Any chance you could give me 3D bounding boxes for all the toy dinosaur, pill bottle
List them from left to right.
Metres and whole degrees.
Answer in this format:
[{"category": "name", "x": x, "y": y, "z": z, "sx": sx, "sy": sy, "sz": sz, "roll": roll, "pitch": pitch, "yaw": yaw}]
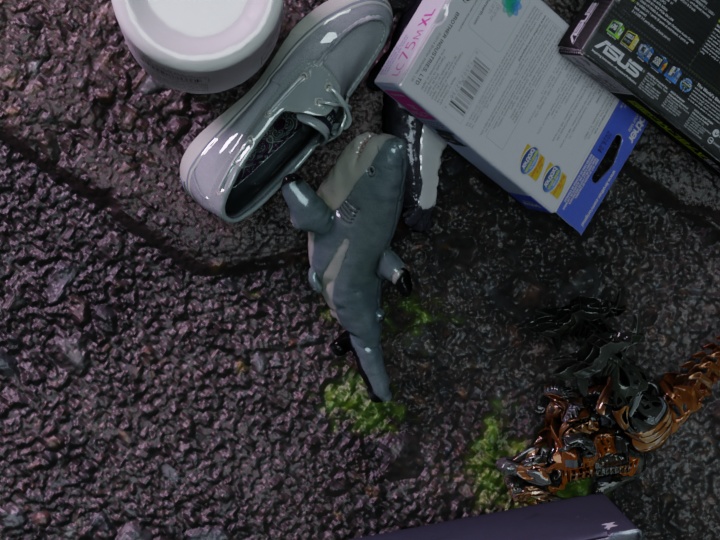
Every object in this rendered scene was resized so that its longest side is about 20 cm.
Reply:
[{"category": "pill bottle", "x": -0.110, "y": -0.181, "z": 1.420, "sx": 0.114, "sy": 0.200, "sz": 0.115, "roll": 0, "pitch": 88, "yaw": -3}, {"category": "toy dinosaur", "x": 0.185, "y": 0.090, "z": 1.498, "sx": 0.200, "sy": 0.102, "sz": 0.136, "roll": -38, "pitch": 115, "yaw": -17}]

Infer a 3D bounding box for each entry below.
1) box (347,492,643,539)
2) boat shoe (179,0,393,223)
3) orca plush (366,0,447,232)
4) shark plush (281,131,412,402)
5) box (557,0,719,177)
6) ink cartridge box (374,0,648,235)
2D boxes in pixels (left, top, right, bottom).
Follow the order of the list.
[{"category": "box", "x": 0.104, "y": 0.278, "z": 1.448, "sx": 0.196, "sy": 0.117, "sz": 0.201, "roll": -10, "pitch": 98, "yaw": -4}, {"category": "boat shoe", "x": -0.040, "y": -0.112, "z": 1.477, "sx": 0.201, "sy": 0.070, "sz": 0.072, "roll": -46, "pitch": 49, "yaw": 1}, {"category": "orca plush", "x": 0.040, "y": -0.129, "z": 1.512, "sx": 0.105, "sy": 0.071, "sz": 0.201, "roll": -7, "pitch": 102, "yaw": -48}, {"category": "shark plush", "x": 0.000, "y": 0.000, "z": 1.468, "sx": 0.083, "sy": 0.091, "sz": 0.201, "roll": 10, "pitch": 101, "yaw": 35}, {"category": "box", "x": 0.271, "y": -0.183, "z": 1.494, "sx": 0.200, "sy": 0.047, "sz": 0.193, "roll": 33, "pitch": 85, "yaw": -22}, {"category": "ink cartridge box", "x": 0.114, "y": -0.127, "z": 1.480, "sx": 0.200, "sy": 0.042, "sz": 0.120, "roll": 36, "pitch": 78, "yaw": -28}]
